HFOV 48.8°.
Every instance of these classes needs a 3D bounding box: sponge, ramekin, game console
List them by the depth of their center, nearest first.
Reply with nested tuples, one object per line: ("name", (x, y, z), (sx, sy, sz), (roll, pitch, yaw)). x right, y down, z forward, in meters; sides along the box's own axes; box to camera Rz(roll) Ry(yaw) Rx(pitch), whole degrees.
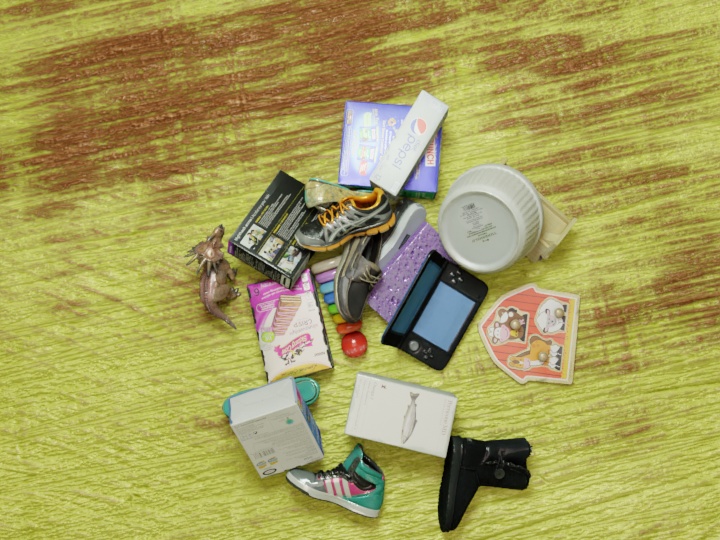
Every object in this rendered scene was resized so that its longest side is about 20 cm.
("ramekin", (0.238, -0.090, 1.500), (0.197, 0.105, 0.203), (12, 118, 24))
("game console", (0.145, 0.082, 1.520), (0.169, 0.118, 0.202), (30, 93, -10))
("sponge", (0.104, 0.013, 1.575), (0.111, 0.030, 0.200), (42, 88, -19))

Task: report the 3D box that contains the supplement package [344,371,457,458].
("supplement package", (0.078, 0.274, 1.531), (0.197, 0.117, 0.119), (12, 85, 3))

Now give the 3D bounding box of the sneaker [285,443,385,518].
("sneaker", (-0.037, 0.390, 1.542), (0.197, 0.084, 0.123), (21, 91, -4))

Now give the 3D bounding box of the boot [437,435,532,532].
("boot", (0.241, 0.415, 1.530), (0.165, 0.076, 0.204), (6, 101, -7))

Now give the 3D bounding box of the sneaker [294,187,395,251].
("sneaker", (-0.033, -0.100, 1.502), (0.197, 0.078, 0.079), (-20, 42, -10))

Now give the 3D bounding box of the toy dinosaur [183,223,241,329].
("toy dinosaur", (-0.292, 0.019, 1.560), (0.084, 0.136, 0.204), (-7, 86, 2))

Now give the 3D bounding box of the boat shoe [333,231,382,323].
("boat shoe", (0.000, 0.000, 1.518), (0.073, 0.074, 0.203), (-10, 65, 40))

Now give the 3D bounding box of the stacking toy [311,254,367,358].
("stacking toy", (-0.032, 0.074, 1.574), (0.084, 0.085, 0.203), (-17, 88, 1))

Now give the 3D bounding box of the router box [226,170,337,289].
("router box", (-0.148, -0.083, 1.564), (0.148, 0.051, 0.201), (30, 60, 4))

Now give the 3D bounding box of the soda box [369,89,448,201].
("soda box", (0.093, -0.237, 1.520), (0.063, 0.068, 0.202), (31, 88, 5))

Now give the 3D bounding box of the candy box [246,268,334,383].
("candy box", (-0.139, 0.111, 1.583), (0.134, 0.061, 0.203), (-14, 85, 2))

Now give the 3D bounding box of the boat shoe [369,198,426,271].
("boat shoe", (0.059, -0.053, 1.591), (0.056, 0.068, 0.201), (38, 96, 40))

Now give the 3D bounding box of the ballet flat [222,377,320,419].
("ballet flat", (-0.171, 0.260, 1.568), (0.197, 0.070, 0.068), (-14, 74, 4))

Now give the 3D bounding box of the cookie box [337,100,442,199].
("cookie box", (0.061, -0.240, 1.594), (0.196, 0.075, 0.174), (5, 86, 3))

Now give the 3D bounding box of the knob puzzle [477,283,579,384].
("knob puzzle", (0.331, 0.124, 1.574), (0.215, 0.030, 0.224), (0, 86, 3))

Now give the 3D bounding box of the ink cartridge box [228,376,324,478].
("ink cartridge box", (-0.154, 0.311, 1.513), (0.134, 0.077, 0.202), (-18, 126, 3))

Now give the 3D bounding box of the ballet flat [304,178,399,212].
("ballet flat", (-0.019, -0.131, 1.563), (0.197, 0.070, 0.072), (9, 85, -23))

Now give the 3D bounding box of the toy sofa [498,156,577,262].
("toy sofa", (0.320, -0.118, 1.578), (0.200, 0.098, 0.083), (42, 64, 5))
